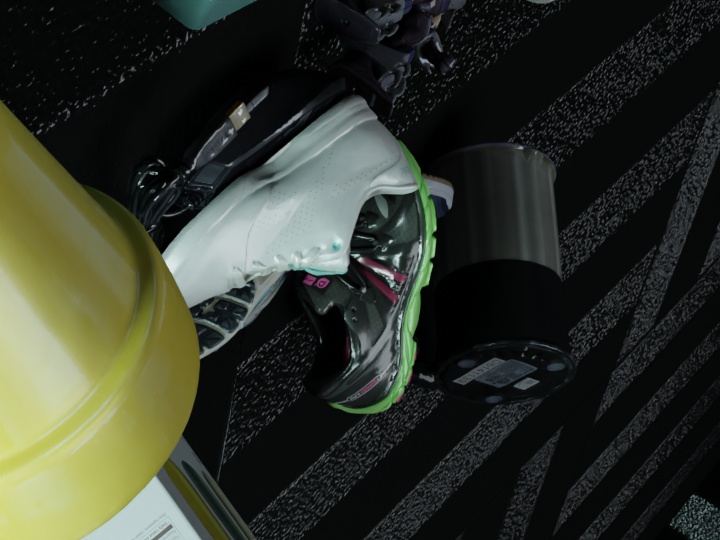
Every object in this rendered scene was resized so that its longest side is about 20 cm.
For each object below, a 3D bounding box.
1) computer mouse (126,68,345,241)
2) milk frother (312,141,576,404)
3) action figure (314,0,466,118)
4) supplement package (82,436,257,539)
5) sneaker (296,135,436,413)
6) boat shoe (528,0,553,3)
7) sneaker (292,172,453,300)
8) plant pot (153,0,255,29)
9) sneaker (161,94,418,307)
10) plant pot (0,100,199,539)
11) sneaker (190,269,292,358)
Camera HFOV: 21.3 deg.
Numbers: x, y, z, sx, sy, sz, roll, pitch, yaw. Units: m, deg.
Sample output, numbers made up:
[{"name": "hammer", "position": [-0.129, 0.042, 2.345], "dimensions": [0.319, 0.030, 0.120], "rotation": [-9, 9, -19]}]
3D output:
[{"name": "computer mouse", "position": [-0.084, -0.088, 1.202], "dimensions": [0.200, 0.046, 0.141], "rotation": [-39, 173, -24]}, {"name": "milk frother", "position": [0.065, -0.003, 1.571], "dimensions": [0.200, 0.179, 0.190], "rotation": [34, 44, -48]}, {"name": "action figure", "position": [0.044, -0.188, 1.354], "dimensions": [0.200, 0.069, 0.131], "rotation": [-44, 147, -45]}, {"name": "supplement package", "position": [-0.154, 0.183, 1.174], "dimensions": [0.150, 0.200, 0.152], "rotation": [-39, 160, 2]}, {"name": "sneaker", "position": [0.000, 0.000, 1.331], "dimensions": [0.083, 0.076, 0.202], "rotation": [3, 93, -33]}, {"name": "boat shoe", "position": [0.166, -0.305, 1.481], "dimensions": [0.069, 0.071, 0.202], "rotation": [-67, 168, -55]}, {"name": "sneaker", "position": [0.008, -0.024, 1.450], "dimensions": [0.199, 0.069, 0.110], "rotation": [6, 88, -62]}, {"name": "plant pot", "position": [-0.061, -0.231, 0.942], "dimensions": [0.141, 0.141, 0.201], "rotation": [-35, 158, -47]}, {"name": "sneaker", "position": [-0.049, -0.022, 1.239], "dimensions": [0.200, 0.089, 0.075], "rotation": [-40, 177, -10]}, {"name": "plant pot", "position": [-0.198, 0.009, 0.906], "dimensions": [0.201, 0.200, 0.190], "rotation": [-50, 143, -22]}, {"name": "sneaker", "position": [-0.096, 0.021, 1.311], "dimensions": [0.200, 0.077, 0.087], "rotation": [-44, 160, -34]}]
